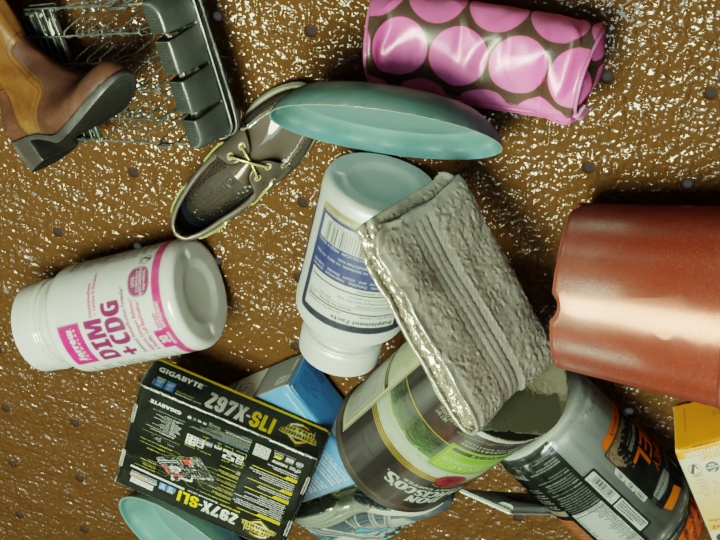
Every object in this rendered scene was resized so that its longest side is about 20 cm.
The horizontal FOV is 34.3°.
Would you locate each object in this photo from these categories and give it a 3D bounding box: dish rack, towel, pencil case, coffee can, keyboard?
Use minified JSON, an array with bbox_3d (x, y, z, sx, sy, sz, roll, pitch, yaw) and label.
[{"bbox_3d":[-0.217,-0.184,1.064,0.199,0.055,0.154,6,124,34],"label":"dish rack"},{"bbox_3d":[0.086,0.023,0.993,0.034,0.132,0.201,-24,98,51],"label":"towel"},{"bbox_3d":[0.102,-0.175,0.974,0.199,0.091,0.094,10,84,11],"label":"pencil case"},{"bbox_3d":[0.081,0.128,1.106,0.146,0.147,0.200,33,142,-7],"label":"coffee can"},{"bbox_3d":[0.160,0.234,1.175,0.056,0.200,0.011,13,85,29],"label":"keyboard"}]

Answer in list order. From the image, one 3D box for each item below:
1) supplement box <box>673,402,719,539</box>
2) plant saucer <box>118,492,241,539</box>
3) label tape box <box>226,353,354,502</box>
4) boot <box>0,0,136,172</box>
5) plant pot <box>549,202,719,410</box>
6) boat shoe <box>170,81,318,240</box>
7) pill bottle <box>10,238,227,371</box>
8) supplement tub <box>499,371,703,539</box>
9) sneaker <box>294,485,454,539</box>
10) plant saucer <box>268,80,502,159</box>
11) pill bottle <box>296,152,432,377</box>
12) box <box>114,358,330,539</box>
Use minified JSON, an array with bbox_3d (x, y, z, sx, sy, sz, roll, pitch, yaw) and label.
[{"bbox_3d":[0.400,0.217,1.152,0.126,0.074,0.200,-18,116,22],"label":"supplement box"},{"bbox_3d":[-0.193,0.317,1.366,0.199,0.036,0.200,26,148,18],"label":"plant saucer"},{"bbox_3d":[-0.103,0.189,1.277,0.199,0.063,0.144,-25,113,30],"label":"label tape box"},{"bbox_3d":[-0.297,-0.209,1.040,0.188,0.068,0.201,-22,99,55],"label":"boot"},{"bbox_3d":[0.273,0.025,1.005,0.194,0.201,0.202,8,124,20],"label":"plant pot"},{"bbox_3d":[-0.109,-0.098,1.096,0.072,0.060,0.200,44,122,-14],"label":"boat shoe"},{"bbox_3d":[-0.247,0.041,1.190,0.199,0.114,0.114,-12,118,22],"label":"pill bottle"},{"bbox_3d":[0.240,0.204,1.159,0.200,0.123,0.122,43,122,-15],"label":"supplement tub"},{"bbox_3d":[0.021,0.261,1.296,0.199,0.078,0.086,-12,130,30],"label":"sneaker"},{"bbox_3d":[0.023,-0.127,0.987,0.199,0.200,0.028,9,87,10],"label":"plant saucer"},{"bbox_3d":[0.000,0.000,1.100,0.111,0.111,0.201,18,125,3],"label":"pill bottle"},{"bbox_3d":[-0.148,0.196,1.227,0.199,0.049,0.160,22,129,2],"label":"box"}]
